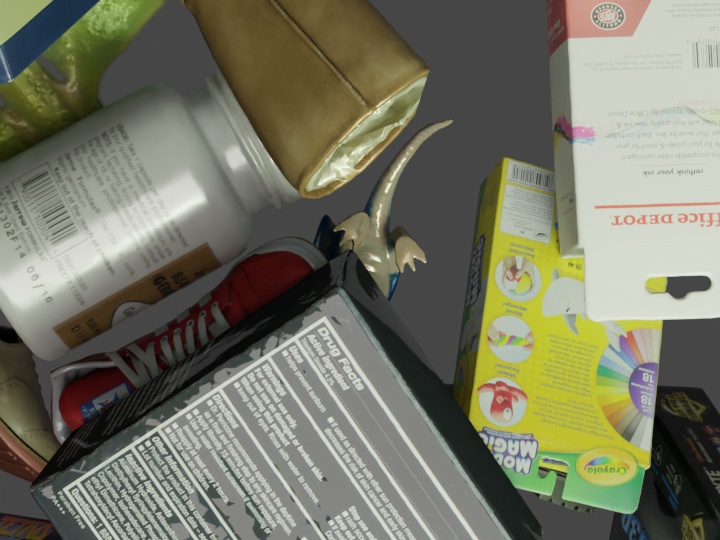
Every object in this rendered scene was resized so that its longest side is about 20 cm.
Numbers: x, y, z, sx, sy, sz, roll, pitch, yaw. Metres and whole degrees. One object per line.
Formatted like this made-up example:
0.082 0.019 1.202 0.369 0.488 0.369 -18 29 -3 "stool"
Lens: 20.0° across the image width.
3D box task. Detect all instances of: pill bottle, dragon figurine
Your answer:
-0.124 -0.043 1.178 0.200 0.114 0.115 -29 112 -2 "pill bottle"
0.000 0.000 1.241 0.059 0.099 0.201 13 91 -9 "dragon figurine"

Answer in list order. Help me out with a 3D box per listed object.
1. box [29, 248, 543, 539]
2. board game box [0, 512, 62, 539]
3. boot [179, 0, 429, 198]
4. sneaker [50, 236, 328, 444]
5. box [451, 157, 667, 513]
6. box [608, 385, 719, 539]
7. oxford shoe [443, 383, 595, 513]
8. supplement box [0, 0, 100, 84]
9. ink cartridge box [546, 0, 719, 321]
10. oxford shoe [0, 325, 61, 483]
-0.032 0.130 1.101 0.198 0.123 0.200 -33 97 10 "box"
-0.173 0.235 1.255 0.200 0.057 0.166 2 120 41 "board game box"
-0.023 -0.168 1.109 0.175 0.066 0.200 -47 65 22 "boot"
-0.103 0.053 1.180 0.200 0.112 0.071 -37 82 41 "sneaker"
0.119 0.042 1.213 0.117 0.201 0.048 15 153 -11 "box"
0.205 0.183 1.262 0.046 0.200 0.159 4 112 -10 "box"
0.089 0.085 1.265 0.200 0.073 0.085 20 103 -42 "oxford shoe"
-0.230 -0.211 1.041 0.134 0.200 0.200 -8 113 18 "supplement box"
0.173 -0.069 1.187 0.116 0.067 0.201 -1 85 -5 "ink cartridge box"
-0.208 0.076 1.223 0.075 0.070 0.200 -64 148 -18 "oxford shoe"
